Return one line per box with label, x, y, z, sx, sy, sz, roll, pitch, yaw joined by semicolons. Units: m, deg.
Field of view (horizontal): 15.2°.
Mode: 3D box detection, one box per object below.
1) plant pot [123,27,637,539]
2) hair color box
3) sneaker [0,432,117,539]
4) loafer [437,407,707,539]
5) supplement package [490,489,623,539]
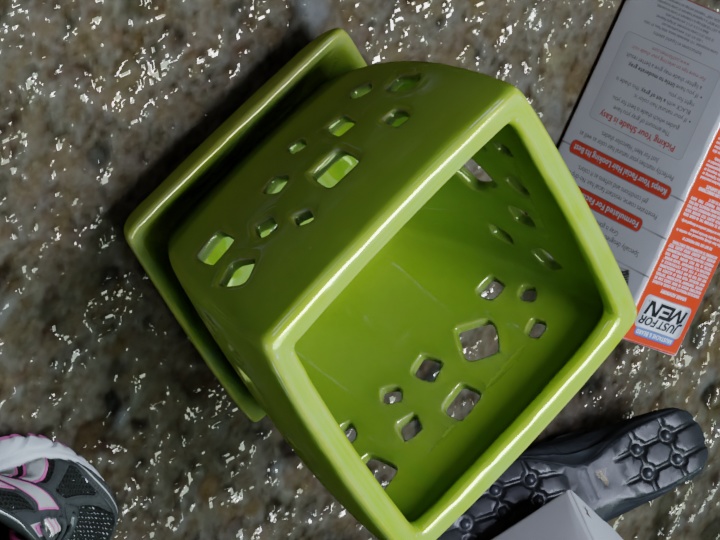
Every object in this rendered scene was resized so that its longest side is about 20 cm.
plant pot;0.000;0.000;1.469;0.199;0.181;0.200;-45;135;-14
hair color box;0.180;-0.063;1.650;0.064;0.111;0.201;19;98;-45
sneaker;-0.191;0.139;1.418;0.200;0.086;0.080;10;116;-55
loafer;0.129;0.143;1.742;0.200;0.070;0.068;-19;83;-19
supplement package;0.095;0.254;1.680;0.200;0.120;0.121;-35;136;12
